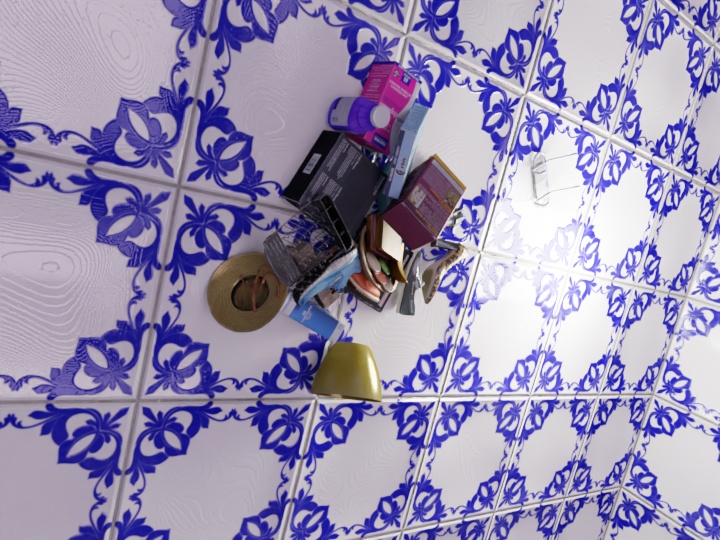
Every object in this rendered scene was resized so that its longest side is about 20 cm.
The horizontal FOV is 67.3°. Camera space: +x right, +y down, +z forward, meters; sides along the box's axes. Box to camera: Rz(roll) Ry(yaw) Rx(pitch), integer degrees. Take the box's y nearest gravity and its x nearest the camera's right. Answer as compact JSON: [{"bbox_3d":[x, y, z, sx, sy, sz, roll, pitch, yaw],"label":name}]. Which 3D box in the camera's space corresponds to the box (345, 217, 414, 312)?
[{"bbox_3d":[0.032,-0.013,1.505,0.197,0.049,0.202,34,86,-35],"label":"box"}]

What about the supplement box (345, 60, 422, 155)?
[{"bbox_3d":[0.056,-0.407,1.361,0.100,0.103,0.203,21,95,-37],"label":"supplement box"}]

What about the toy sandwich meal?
[{"bbox_3d":[0.066,-0.045,1.397,0.204,0.069,0.209,37,45,-46],"label":"toy sandwich meal"}]

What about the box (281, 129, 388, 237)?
[{"bbox_3d":[-0.061,-0.209,1.344,0.181,0.104,0.202,36,84,-35],"label":"box"}]

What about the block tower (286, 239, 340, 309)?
[{"bbox_3d":[-0.121,0.010,1.405,0.058,0.054,0.202,-41,124,-17],"label":"block tower"}]

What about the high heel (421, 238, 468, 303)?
[{"bbox_3d":[0.261,0.010,1.638,0.140,0.071,0.204,13,89,-29],"label":"high heel"}]

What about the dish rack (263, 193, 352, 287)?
[{"bbox_3d":[-0.124,-0.063,1.246,0.200,0.054,0.155,-43,124,-22],"label":"dish rack"}]

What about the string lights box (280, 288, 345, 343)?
[{"bbox_3d":[-0.142,0.106,1.391,0.199,0.102,0.060,35,86,-36],"label":"string lights box"}]

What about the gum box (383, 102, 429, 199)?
[{"bbox_3d":[0.116,-0.301,1.351,0.201,0.044,0.172,-64,171,-54],"label":"gum box"}]

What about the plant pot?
[{"bbox_3d":[-0.032,0.276,1.487,0.198,0.198,0.145,19,69,-36],"label":"plant pot"}]

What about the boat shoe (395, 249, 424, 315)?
[{"bbox_3d":[0.156,0.038,1.577,0.073,0.061,0.204,-41,147,-71],"label":"boat shoe"}]

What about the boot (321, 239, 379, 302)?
[{"bbox_3d":[0.000,0.000,1.416,0.200,0.075,0.108,44,77,-30],"label":"boot"}]

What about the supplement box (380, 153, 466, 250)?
[{"bbox_3d":[0.164,-0.174,1.380,0.131,0.103,0.201,44,58,-14],"label":"supplement box"}]

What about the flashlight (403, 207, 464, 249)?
[{"bbox_3d":[0.215,-0.124,1.586,0.198,0.067,0.069,-25,109,-30],"label":"flashlight"}]

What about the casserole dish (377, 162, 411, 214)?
[{"bbox_3d":[0.106,-0.198,1.501,0.120,0.039,0.204,-22,115,-27],"label":"casserole dish"}]

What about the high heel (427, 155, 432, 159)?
[{"bbox_3d":[0.183,-0.219,1.489,0.201,0.070,0.145,-59,143,-50],"label":"high heel"}]

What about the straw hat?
[{"bbox_3d":[-0.260,0.059,1.303,0.202,0.200,0.085,-50,168,-10],"label":"straw hat"}]

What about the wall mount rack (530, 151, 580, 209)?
[{"bbox_3d":[0.646,-0.306,1.807,0.172,0.074,0.203,-29,120,-23],"label":"wall mount rack"}]

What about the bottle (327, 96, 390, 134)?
[{"bbox_3d":[-0.004,-0.364,1.273,0.064,0.199,0.085,17,95,-36],"label":"bottle"}]

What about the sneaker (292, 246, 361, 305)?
[{"bbox_3d":[-0.073,0.028,1.309,0.199,0.078,0.091,-35,114,-17],"label":"sneaker"}]
